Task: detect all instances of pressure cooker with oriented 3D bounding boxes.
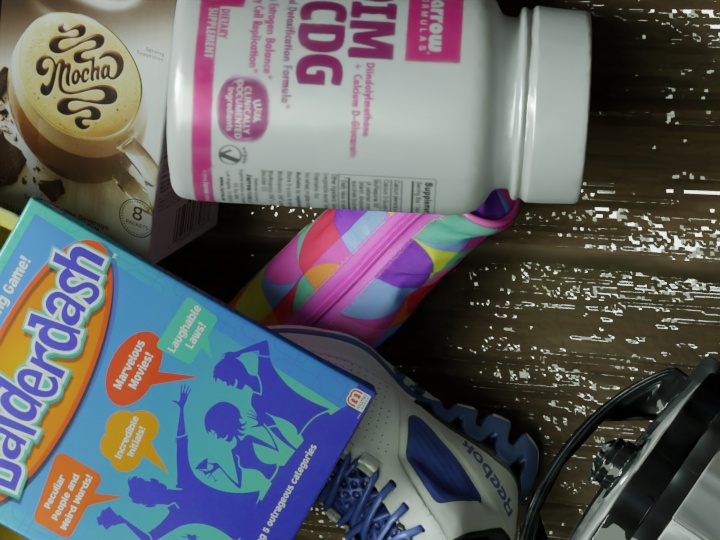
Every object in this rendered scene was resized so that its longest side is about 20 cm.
[{"bbox_3d":[0.182,0.148,1.312,0.200,0.176,0.179,34,120,9],"label":"pressure cooker"}]

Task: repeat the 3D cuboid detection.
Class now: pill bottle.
[{"bbox_3d":[0.010,-0.086,1.282,0.200,0.113,0.113,3,114,1],"label":"pill bottle"}]

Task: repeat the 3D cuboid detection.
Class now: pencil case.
[{"bbox_3d":[0.000,0.000,1.408,0.088,0.088,0.200,46,124,5],"label":"pencil case"}]

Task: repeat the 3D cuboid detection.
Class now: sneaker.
[{"bbox_3d":[0.008,0.112,1.380,0.199,0.115,0.081,23,129,-18],"label":"sneaker"}]

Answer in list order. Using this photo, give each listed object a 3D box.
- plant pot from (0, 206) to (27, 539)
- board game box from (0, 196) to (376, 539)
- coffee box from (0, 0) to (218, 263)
[{"bbox_3d":[-0.235,0.045,1.435,0.194,0.200,0.196,25,93,-19],"label":"plant pot"},{"bbox_3d":[-0.115,0.076,1.321,0.200,0.045,0.152,29,91,-3],"label":"board game box"},{"bbox_3d":[-0.133,-0.118,1.434,0.113,0.080,0.200,20,119,22],"label":"coffee box"}]
